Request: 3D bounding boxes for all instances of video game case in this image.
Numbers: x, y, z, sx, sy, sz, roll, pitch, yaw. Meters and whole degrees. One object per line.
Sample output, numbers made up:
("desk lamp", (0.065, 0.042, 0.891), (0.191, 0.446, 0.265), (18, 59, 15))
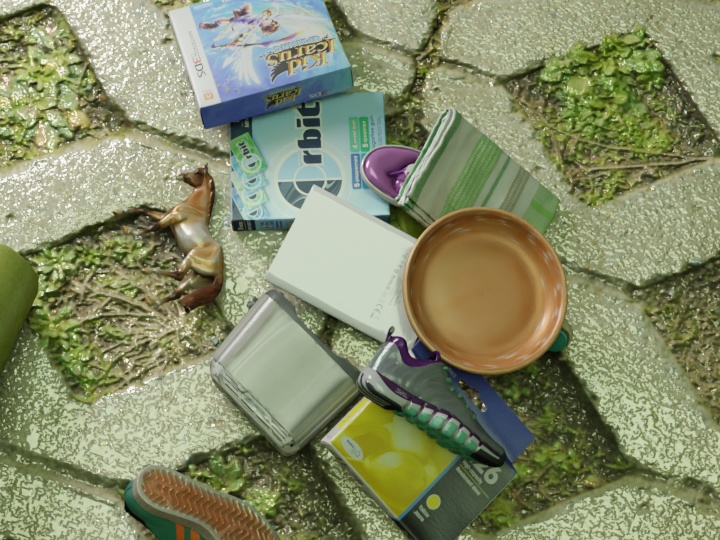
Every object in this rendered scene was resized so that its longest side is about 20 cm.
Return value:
("video game case", (-0.129, -0.284, 1.817), (0.199, 0.046, 0.182), (-17, 56, -7))

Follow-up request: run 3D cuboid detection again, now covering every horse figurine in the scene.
("horse figurine", (-0.219, -0.031, 1.753), (0.132, 0.050, 0.200), (-14, 64, -24))

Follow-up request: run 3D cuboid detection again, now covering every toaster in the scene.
("toaster", (-0.087, 0.130, 1.681), (0.200, 0.114, 0.129), (45, 80, 4))

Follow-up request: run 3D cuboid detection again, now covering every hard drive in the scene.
("hard drive", (0.000, 0.000, 1.741), (0.200, 0.025, 0.132), (28, 86, 0))

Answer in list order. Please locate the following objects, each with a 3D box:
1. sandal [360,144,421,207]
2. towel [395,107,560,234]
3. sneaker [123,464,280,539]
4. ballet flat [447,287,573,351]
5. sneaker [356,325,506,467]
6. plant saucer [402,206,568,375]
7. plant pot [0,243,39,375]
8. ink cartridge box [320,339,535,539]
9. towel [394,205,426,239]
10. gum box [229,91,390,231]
("sandal", (0.099, -0.107, 1.766), (0.202, 0.050, 0.083), (23, 64, -10))
("towel", (0.151, -0.088, 1.747), (0.200, 0.031, 0.149), (36, 70, -21))
("sneaker", (-0.184, 0.297, 1.653), (0.200, 0.080, 0.071), (33, 51, -10))
("ballet flat", (0.163, 0.046, 1.728), (0.199, 0.069, 0.070), (19, 72, -7))
("sneaker", (0.096, 0.145, 1.606), (0.200, 0.074, 0.088), (34, 74, -16))
("plant saucer", (0.144, 0.026, 1.670), (0.199, 0.037, 0.201), (2, 77, -10))
("plant pot", (-0.476, 0.058, 1.665), (0.200, 0.201, 0.185), (24, 61, 6))
("ink cartridge box", (0.088, 0.200, 1.661), (0.200, 0.047, 0.198), (-44, 103, -12))
("towel", (0.106, -0.001, 1.776), (0.086, 0.018, 0.201), (-11, 73, -6))
("gum box", (-0.066, -0.139, 1.801), (0.199, 0.045, 0.171), (-2, 73, -1))
